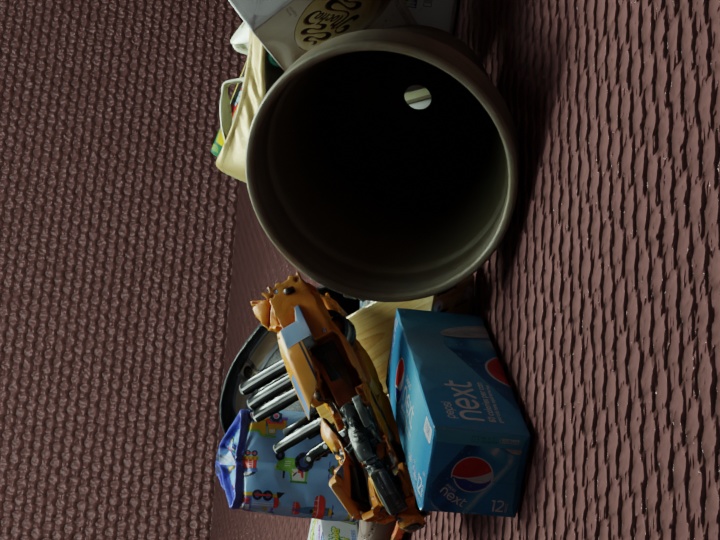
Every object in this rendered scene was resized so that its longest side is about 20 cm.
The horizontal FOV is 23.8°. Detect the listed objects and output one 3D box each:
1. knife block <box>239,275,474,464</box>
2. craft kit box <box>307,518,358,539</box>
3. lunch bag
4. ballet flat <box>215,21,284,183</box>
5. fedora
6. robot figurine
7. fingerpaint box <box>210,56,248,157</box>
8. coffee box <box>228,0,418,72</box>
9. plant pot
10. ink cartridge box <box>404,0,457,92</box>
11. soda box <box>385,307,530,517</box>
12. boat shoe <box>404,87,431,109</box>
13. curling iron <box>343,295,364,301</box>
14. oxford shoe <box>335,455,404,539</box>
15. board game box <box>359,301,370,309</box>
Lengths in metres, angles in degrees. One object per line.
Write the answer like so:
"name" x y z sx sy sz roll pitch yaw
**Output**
"knife block" -0.011 0.065 1.375 0.064 0.175 0.201 -21 -53 -54
"craft kit box" -0.033 0.355 1.705 0.198 0.048 0.201 -97 17 -66
"lunch bag" -0.055 0.185 1.619 0.200 0.150 0.095 149 128 -78
"ballet flat" -0.091 -0.176 1.500 0.069 0.063 0.201 8 -88 -70
"fedora" -0.046 0.118 1.733 0.092 0.200 0.201 41 132 35
"robot figurine" -0.009 0.104 1.260 0.201 0.058 0.145 65 -172 15
"fingerpaint box" -0.077 -0.173 1.633 0.200 0.073 0.167 -139 71 -79
"coffee box" -0.030 -0.211 1.366 0.080 0.113 0.200 54 -177 22
"plant pot" 0.030 -0.104 1.284 0.174 0.199 0.201 -66 -10 -60
"ink cartridge box" 0.027 -0.215 1.627 0.200 0.083 0.176 -126 43 -76
"soda box" 0.065 0.095 1.202 0.200 0.068 0.064 -105 22 -67
"boat shoe" 0.022 -0.104 1.452 0.200 0.075 0.069 -21 83 41
"curling iron" 0.000 0.000 1.485 0.200 0.025 0.050 56 -130 -87
"oxford shoe" 0.009 0.168 1.478 0.071 0.073 0.201 -123 40 -75
"board game box" 0.027 0.037 1.592 0.136 0.034 0.201 117 158 -65
